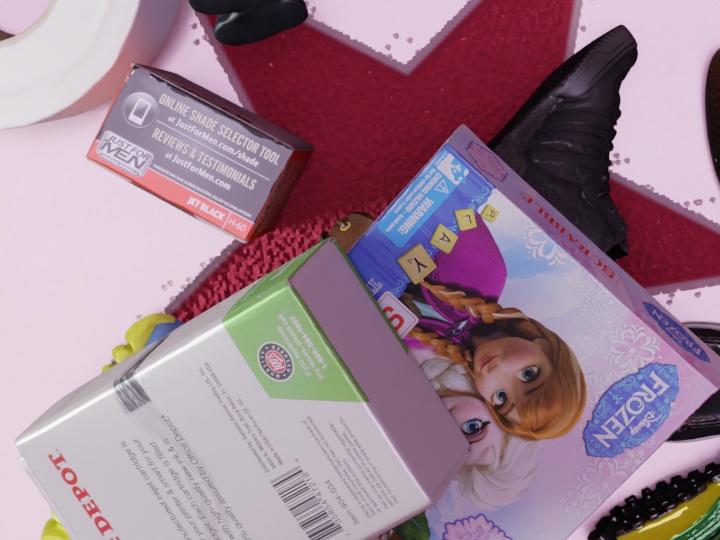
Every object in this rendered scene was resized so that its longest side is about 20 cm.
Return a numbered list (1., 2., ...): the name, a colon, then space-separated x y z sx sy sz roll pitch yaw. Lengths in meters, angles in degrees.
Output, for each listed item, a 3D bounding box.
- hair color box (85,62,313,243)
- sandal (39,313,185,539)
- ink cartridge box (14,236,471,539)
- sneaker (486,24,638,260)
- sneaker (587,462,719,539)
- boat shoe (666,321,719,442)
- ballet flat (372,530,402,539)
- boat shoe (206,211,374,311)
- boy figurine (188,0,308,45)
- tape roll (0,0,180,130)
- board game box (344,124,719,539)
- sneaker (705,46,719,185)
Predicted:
1. hair color box: -0.087 -0.067 1.492 0.101 0.200 0.061 28 93 1
2. sandal: -0.133 0.122 1.568 0.087 0.079 0.200 18 101 -2
3. ink cartridge box: -0.065 0.097 1.454 0.200 0.084 0.146 -30 98 25
4. sneaker: 0.120 -0.045 1.533 0.104 0.060 0.200 47 64 -7
5. sneaker: 0.239 0.145 1.559 0.200 0.078 0.085 -28 98 12
6. boat shoe: 0.158 0.064 1.558 0.200 0.060 0.074 5 91 2
7. ballet flat: 0.025 0.141 1.563 0.200 0.067 0.068 -12 92 3
8. boat shoe: 0.000 0.000 1.560 0.200 0.072 0.068 -18 86 -4
9. boy figurine: -0.077 -0.228 1.534 0.064 0.124 0.200 -16 60 13
10. tape roll: -0.206 -0.183 1.533 0.202 0.071 0.203 3 99 17
11. board game box: 0.064 0.058 1.470 0.199 0.041 0.200 41 115 0
12. sneaker: 0.270 -0.047 1.557 0.085 0.073 0.200 -20 85 -28
